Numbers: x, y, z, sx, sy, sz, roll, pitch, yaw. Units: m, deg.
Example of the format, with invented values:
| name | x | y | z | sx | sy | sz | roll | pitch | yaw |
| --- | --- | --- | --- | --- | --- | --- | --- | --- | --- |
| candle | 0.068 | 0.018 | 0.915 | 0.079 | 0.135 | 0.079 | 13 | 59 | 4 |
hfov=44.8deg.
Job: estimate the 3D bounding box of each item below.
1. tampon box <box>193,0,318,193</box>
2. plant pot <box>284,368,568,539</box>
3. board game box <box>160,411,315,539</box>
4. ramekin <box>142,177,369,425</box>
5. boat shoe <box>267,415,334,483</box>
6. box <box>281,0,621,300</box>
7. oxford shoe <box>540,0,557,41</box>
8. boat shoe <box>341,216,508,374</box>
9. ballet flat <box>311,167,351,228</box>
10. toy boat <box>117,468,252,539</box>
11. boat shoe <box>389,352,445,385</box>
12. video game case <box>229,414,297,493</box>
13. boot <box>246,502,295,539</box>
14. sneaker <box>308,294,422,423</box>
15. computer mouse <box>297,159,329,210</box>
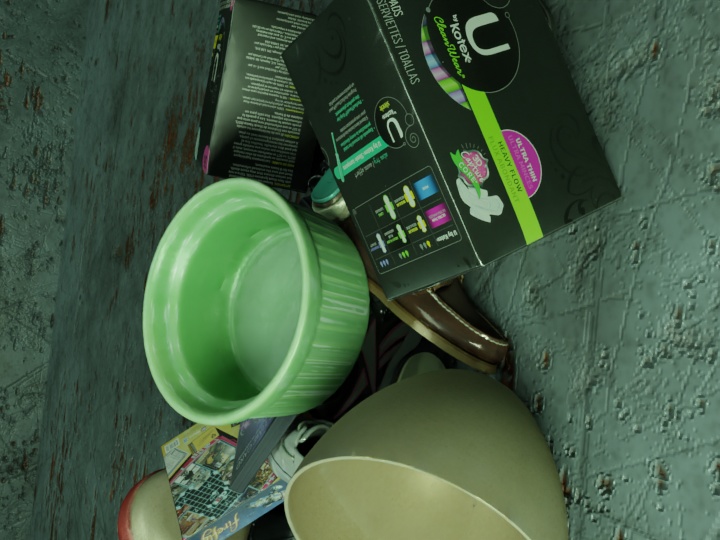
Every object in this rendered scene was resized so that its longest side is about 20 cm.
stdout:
| name | x | y | z | sx | sy | sz | roll | pitch | yaw |
| --- | --- | --- | --- | --- | --- | --- | --- | --- | --- |
| tampon box | -0.119 | -0.211 | 1.049 | 0.150 | 0.125 | 0.202 | -140 | 61 | -69 |
| plant pot | 0.062 | 0.150 | 0.628 | 0.200 | 0.200 | 0.135 | -47 | 9 | 47 |
| board game box | -0.112 | 0.192 | 0.937 | 0.199 | 0.035 | 0.136 | -32 | 42 | 1 |
| ramekin | -0.086 | 0.031 | 0.744 | 0.198 | 0.097 | 0.203 | -9 | 75 | 38 |
| boat shoe | -0.035 | 0.169 | 0.801 | 0.200 | 0.073 | 0.068 | -146 | 55 | -59 |
| box | 0.063 | -0.104 | 0.624 | 0.124 | 0.148 | 0.202 | -24 | 90 | 58 |
| oxford shoe | 0.104 | -0.213 | 0.709 | 0.073 | 0.084 | 0.202 | -37 | 54 | 50 |
| boat shoe | 0.050 | 0.010 | 0.740 | 0.199 | 0.070 | 0.071 | 37 | 98 | 33 |
| ballet flat | 0.026 | -0.120 | 0.835 | 0.201 | 0.062 | 0.067 | -53 | 33 | -9 |
| toy boat | -0.206 | 0.314 | 1.028 | 0.130 | 0.199 | 0.132 | -31 | 52 | 24 |
| boat shoe | 0.041 | 0.172 | 0.759 | 0.062 | 0.070 | 0.203 | -4 | 84 | 64 |
| video game case | -0.086 | 0.105 | 0.888 | 0.143 | 0.019 | 0.201 | -56 | 19 | 30 |
| boot | -0.080 | 0.243 | 0.965 | 0.198 | 0.073 | 0.164 | -40 | 44 | 50 |
| sneaker | 0.002 | 0.064 | 0.830 | 0.080 | 0.085 | 0.202 | 32 | 111 | 57 |
| computer mouse | -0.058 | -0.022 | 1.006 | 0.200 | 0.052 | 0.140 | -43 | 47 | 35 |
